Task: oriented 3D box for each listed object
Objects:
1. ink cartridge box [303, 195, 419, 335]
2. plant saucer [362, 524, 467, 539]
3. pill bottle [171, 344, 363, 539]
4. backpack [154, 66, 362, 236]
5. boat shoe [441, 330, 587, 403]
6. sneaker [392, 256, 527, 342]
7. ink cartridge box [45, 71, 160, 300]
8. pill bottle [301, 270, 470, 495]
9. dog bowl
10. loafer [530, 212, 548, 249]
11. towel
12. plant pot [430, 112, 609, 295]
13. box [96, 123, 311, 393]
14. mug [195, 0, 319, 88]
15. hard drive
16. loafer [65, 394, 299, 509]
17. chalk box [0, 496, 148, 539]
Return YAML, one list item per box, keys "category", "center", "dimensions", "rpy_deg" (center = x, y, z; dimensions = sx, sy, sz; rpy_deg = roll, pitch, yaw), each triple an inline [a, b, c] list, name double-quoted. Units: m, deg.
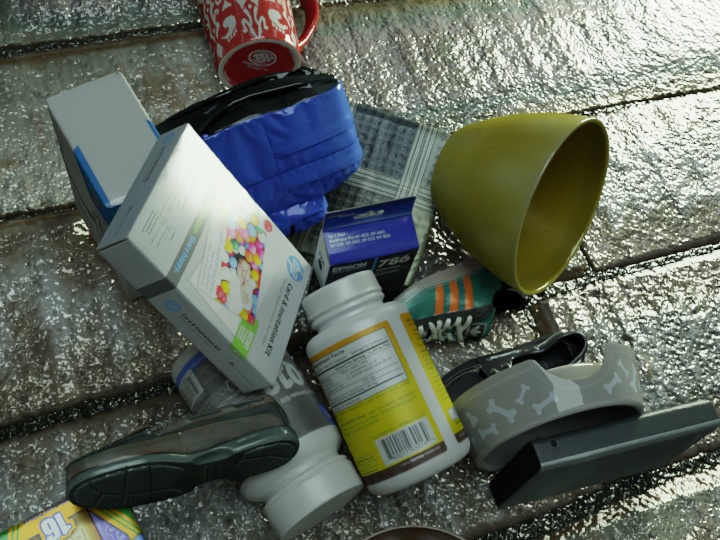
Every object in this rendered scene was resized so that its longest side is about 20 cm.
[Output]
- category: "ink cartridge box"
  center: [0.000, 0.000, 0.924]
  dimensions: [0.099, 0.200, 0.039]
  rpy_deg: [-12, 62, -16]
- category: "plant saucer"
  center: [0.054, 0.345, 0.833]
  dimensions: [0.200, 0.035, 0.201]
  rpy_deg: [5, 59, -9]
- category: "pill bottle"
  center: [-0.090, 0.154, 0.869]
  dimensions: [0.114, 0.114, 0.200]
  rpy_deg: [-28, 69, -24]
- category: "backpack"
  center: [-0.101, -0.122, 0.950]
  dimensions: [0.200, 0.168, 0.162]
  rpy_deg: [-29, 30, -15]
- category: "boat shoe"
  center: [0.163, 0.112, 0.970]
  dimensions: [0.200, 0.063, 0.073]
  rpy_deg: [-18, 65, -20]
- category: "sneaker"
  center: [0.104, 0.047, 0.992]
  dimensions: [0.200, 0.071, 0.080]
  rpy_deg: [-26, 64, -25]
- category: "ink cartridge box"
  center: [-0.246, -0.081, 0.925]
  dimensions: [0.084, 0.200, 0.146]
  rpy_deg: [-27, 68, -21]
- category: "pill bottle"
  center: [0.018, 0.105, 0.853]
  dimensions: [0.109, 0.109, 0.200]
  rpy_deg: [-22, 81, -21]
- category: "dog bowl"
  center: [0.190, 0.143, 0.885]
  dimensions: [0.200, 0.200, 0.059]
  rpy_deg: [-9, 61, -16]
- category: "loafer"
  center: [0.241, -0.091, 1.108]
  dimensions: [0.063, 0.072, 0.200]
  rpy_deg: [23, 64, -17]
- category: "towel"
  center: [0.000, -0.094, 1.040]
  dimensions: [0.192, 0.035, 0.200]
  rpy_deg: [19, 81, 6]
- category: "plant pot"
  center: [0.164, -0.092, 0.977]
  dimensions: [0.142, 0.200, 0.200]
  rpy_deg: [27, 56, 30]
- category: "box"
  center: [-0.131, -0.009, 0.803]
  dimensions: [0.041, 0.200, 0.156]
  rpy_deg: [-17, 38, 29]
- category: "mug"
  center: [-0.129, -0.345, 1.143]
  dimensions: [0.177, 0.133, 0.200]
  rpy_deg: [-9, 66, -14]
- category: "hard drive"
  center: [0.245, 0.187, 0.898]
  dimensions: [0.200, 0.140, 0.033]
  rpy_deg: [-10, 62, -16]
- category: "loafer"
  center: [-0.154, 0.153, 0.761]
  dimensions: [0.200, 0.072, 0.063]
  rpy_deg: [-6, 48, -26]
- category: "chalk box"
  center: [-0.219, 0.302, 0.752]
  dimensions: [0.124, 0.125, 0.200]
  rpy_deg: [-26, 67, -23]
